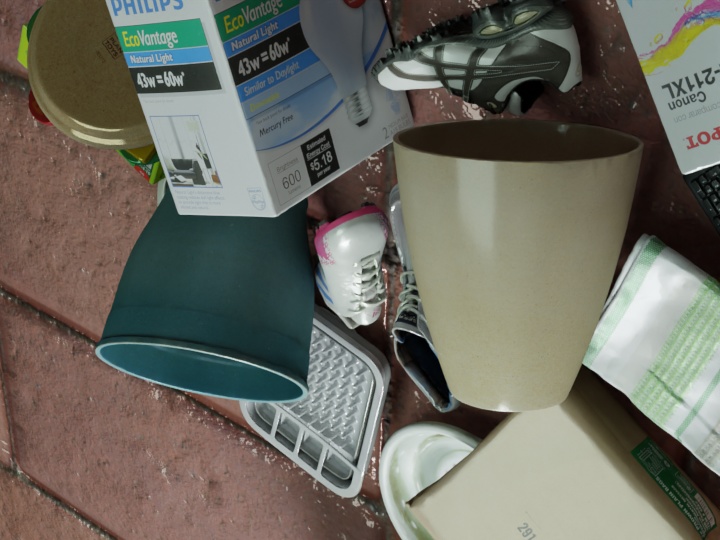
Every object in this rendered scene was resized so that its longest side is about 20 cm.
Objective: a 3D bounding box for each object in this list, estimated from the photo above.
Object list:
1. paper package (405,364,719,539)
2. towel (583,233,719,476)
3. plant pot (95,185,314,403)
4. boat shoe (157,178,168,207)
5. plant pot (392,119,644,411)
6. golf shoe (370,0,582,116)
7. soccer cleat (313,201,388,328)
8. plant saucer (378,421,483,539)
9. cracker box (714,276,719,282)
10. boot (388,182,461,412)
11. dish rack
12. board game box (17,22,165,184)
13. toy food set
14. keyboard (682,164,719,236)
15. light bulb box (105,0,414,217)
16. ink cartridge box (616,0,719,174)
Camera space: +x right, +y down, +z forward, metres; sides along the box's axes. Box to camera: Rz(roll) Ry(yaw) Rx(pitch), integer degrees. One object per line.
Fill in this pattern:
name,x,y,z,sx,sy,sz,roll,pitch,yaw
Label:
paper package,0.177,0.209,1.289,0.200,0.103,0.191,49,117,10
towel,0.261,0.082,1.133,0.200,0.031,0.150,42,142,21
plant pot,-0.131,0.007,1.415,0.199,0.200,0.189,-8,65,47
boat shoe,-0.164,-0.016,1.547,0.062,0.075,0.201,33,129,48
plant pot,0.117,-0.002,1.151,0.187,0.187,0.201,12,109,40
golf shoe,0.090,-0.157,1.197,0.199,0.078,0.095,-12,107,49
soccer cleat,0.000,0.000,1.354,0.200,0.070,0.087,106,141,-77
plant saucer,0.108,0.225,1.452,0.200,0.050,0.201,25,130,33
cracker box,0.328,0.096,1.141,0.134,0.058,0.201,-14,104,50
boot,0.062,0.023,1.328,0.073,0.095,0.201,-20,101,49
dish rack,-0.042,0.118,1.536,0.171,0.043,0.201,35,136,25
board game box,-0.231,-0.181,1.480,0.200,0.101,0.048,42,137,17
toy food set,-0.221,-0.203,1.407,0.200,0.198,0.049,36,174,14
keyboard,0.312,-0.071,1.061,0.104,0.040,0.200,54,141,4
light bulb box,-0.079,-0.175,1.258,0.124,0.198,0.201,3,118,42
ink cartridge box,0.254,-0.181,0.995,0.145,0.083,0.201,-18,94,48
